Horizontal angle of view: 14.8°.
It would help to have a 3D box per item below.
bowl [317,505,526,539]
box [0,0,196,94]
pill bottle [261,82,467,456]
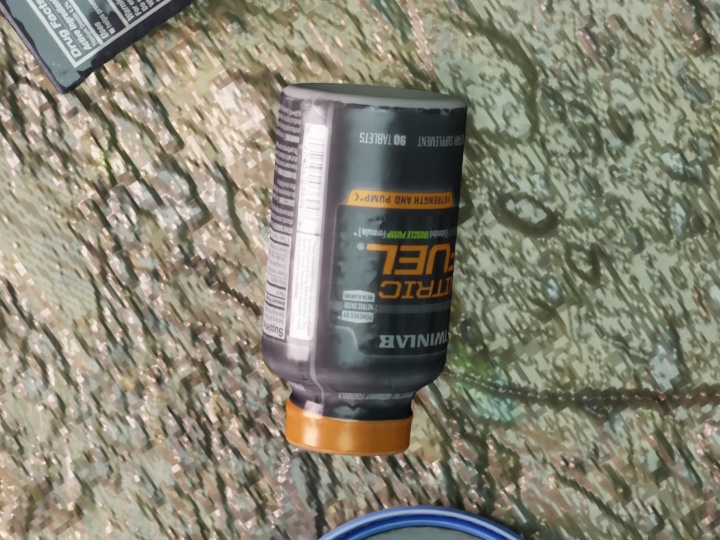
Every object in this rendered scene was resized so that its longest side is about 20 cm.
[{"bbox_3d":[0.037,0.232,1.593,0.199,0.039,0.202,1,97,4],"label":"bowl"},{"bbox_3d":[-0.135,-0.238,1.497,0.198,0.123,0.200,-34,101,6],"label":"box"},{"bbox_3d":[0.000,0.000,1.534,0.106,0.106,0.201,5,98,4],"label":"pill bottle"}]
